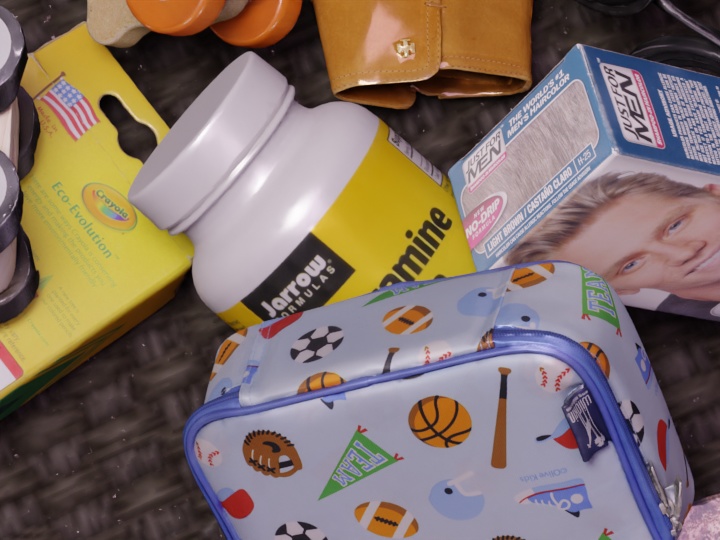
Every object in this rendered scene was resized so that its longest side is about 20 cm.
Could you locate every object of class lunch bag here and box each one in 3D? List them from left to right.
[{"bbox_3d":[0.039,0.085,1.209,0.199,0.076,0.161,-10,121,22],"label":"lunch bag"}]

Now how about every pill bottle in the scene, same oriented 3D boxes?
[{"bbox_3d":[0.000,0.000,1.277,0.200,0.112,0.113,40,80,-12],"label":"pill bottle"}]

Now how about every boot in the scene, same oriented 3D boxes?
[{"bbox_3d":[-0.015,-0.149,1.341,0.200,0.071,0.145,5,71,-10],"label":"boot"}]

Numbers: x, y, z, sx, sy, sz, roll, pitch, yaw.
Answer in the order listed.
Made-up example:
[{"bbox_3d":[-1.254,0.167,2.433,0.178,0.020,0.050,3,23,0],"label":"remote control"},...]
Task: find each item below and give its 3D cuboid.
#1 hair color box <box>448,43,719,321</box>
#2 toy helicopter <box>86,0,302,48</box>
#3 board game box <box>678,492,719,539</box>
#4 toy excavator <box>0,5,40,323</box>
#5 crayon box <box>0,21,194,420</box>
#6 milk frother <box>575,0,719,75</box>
[{"bbox_3d":[0.149,-0.031,1.267,0.199,0.100,0.061,10,51,-34],"label":"hair color box"},{"bbox_3d":[-0.121,-0.166,1.314,0.199,0.079,0.133,0,89,31],"label":"toy helicopter"},{"bbox_3d":[0.218,0.187,1.285,0.159,0.097,0.201,-17,81,-6],"label":"board game box"},{"bbox_3d":[-0.238,-0.012,1.224,0.199,0.100,0.195,0,68,-1],"label":"toy excavator"},{"bbox_3d":[-0.167,-0.007,1.309,0.200,0.051,0.127,-35,82,-22],"label":"crayon box"},{"bbox_3d":[0.181,-0.167,1.339,0.188,0.200,0.180,-35,57,-23],"label":"milk frother"}]
